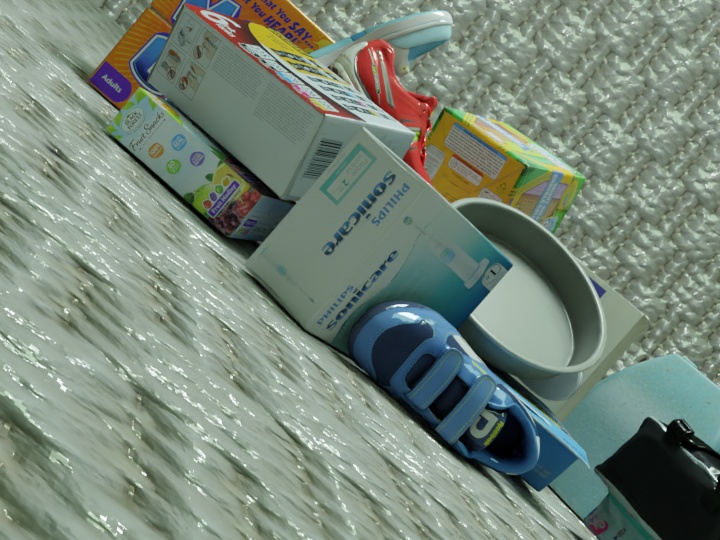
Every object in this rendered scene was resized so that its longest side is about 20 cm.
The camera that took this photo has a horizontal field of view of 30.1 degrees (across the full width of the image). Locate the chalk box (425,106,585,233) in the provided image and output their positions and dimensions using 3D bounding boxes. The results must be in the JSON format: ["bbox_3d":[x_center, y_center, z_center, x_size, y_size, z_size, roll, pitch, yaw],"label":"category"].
[{"bbox_3d":[0.153,-0.087,1.464,0.124,0.124,0.200,37,18,26],"label":"chalk box"}]

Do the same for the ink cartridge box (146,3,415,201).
[{"bbox_3d":[-0.058,-0.143,1.197,0.200,0.084,0.175,41,21,30],"label":"ink cartridge box"}]

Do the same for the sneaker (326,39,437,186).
[{"bbox_3d":[0.045,-0.130,1.278,0.200,0.085,0.077,60,-14,-25],"label":"sneaker"}]

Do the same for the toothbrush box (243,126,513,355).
[{"bbox_3d":[0.020,-0.004,1.093,0.085,0.147,0.200,43,5,30],"label":"toothbrush box"}]

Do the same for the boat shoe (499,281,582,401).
[{"bbox_3d":[0.140,0.050,1.324,0.200,0.072,0.068,41,4,7],"label":"boat shoe"}]

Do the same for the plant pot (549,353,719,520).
[{"bbox_3d":[0.332,0.210,1.434,0.196,0.200,0.196,39,3,-40],"label":"plant pot"}]

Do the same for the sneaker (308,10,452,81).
[{"bbox_3d":[0.016,-0.175,1.346,0.080,0.199,0.131,-125,-168,-85],"label":"sneaker"}]

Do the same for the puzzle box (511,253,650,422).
[{"bbox_3d":[0.188,0.086,1.388,0.133,0.200,0.025,45,5,39],"label":"puzzle box"}]

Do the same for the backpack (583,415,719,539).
[{"bbox_3d":[0.314,0.243,1.207,0.200,0.151,0.178,29,14,-42],"label":"backpack"}]

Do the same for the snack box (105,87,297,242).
[{"bbox_3d":[-0.135,-0.089,1.206,0.142,0.053,0.200,40,4,5],"label":"snack box"}]

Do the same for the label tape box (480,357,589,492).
[{"bbox_3d":[0.124,0.131,1.236,0.143,0.066,0.200,39,5,-8],"label":"label tape box"}]

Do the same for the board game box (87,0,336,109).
[{"bbox_3d":[-0.148,-0.217,1.466,0.200,0.200,0.200,40,3,-8],"label":"board game box"}]

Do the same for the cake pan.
[{"bbox_3d":[0.142,0.021,1.253,0.200,0.037,0.201,23,42,-22],"label":"cake pan"}]

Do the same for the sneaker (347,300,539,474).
[{"bbox_3d":[0.074,0.095,1.059,0.200,0.074,0.082,37,9,-30],"label":"sneaker"}]
